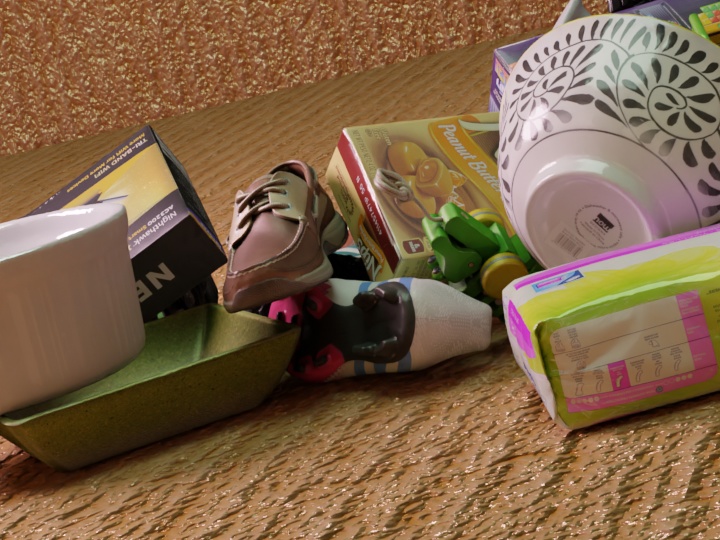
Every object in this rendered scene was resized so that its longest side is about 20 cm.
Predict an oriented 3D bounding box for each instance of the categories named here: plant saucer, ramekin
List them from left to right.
[{"bbox_3d":[-0.236,0.030,1.510,0.200,0.098,0.200,-14,9,2],"label":"ramekin"},{"bbox_3d":[-0.154,0.080,1.538,0.199,0.048,0.200,-18,10,-19],"label":"plant saucer"}]

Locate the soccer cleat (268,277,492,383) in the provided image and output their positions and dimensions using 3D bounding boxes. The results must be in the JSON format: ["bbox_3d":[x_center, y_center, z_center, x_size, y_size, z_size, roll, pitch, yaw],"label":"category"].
[{"bbox_3d":[0.011,0.040,1.507,0.086,0.070,0.200,5,-3,-29],"label":"soccer cleat"}]

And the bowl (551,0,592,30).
[{"bbox_3d":[0.170,-0.129,1.998,0.201,0.090,0.201,-58,0,1],"label":"bowl"}]

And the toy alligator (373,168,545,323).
[{"bbox_3d":[0.071,-0.005,1.481,0.054,0.200,0.059,-50,35,22],"label":"toy alligator"}]

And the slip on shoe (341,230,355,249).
[{"bbox_3d":[0.000,0.000,1.734,0.200,0.074,0.061,-17,33,-20],"label":"slip on shoe"}]

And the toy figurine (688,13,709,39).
[{"bbox_3d":[0.209,-0.073,1.748,0.184,0.150,0.200,-27,32,10],"label":"toy figurine"}]

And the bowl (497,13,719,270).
[{"bbox_3d":[0.157,-0.047,1.422,0.200,0.201,0.094,-8,27,36],"label":"bowl"}]

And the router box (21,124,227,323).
[{"bbox_3d":[-0.204,0.000,1.699,0.200,0.052,0.157,-37,32,3],"label":"router box"}]

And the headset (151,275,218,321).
[{"bbox_3d":[-0.154,0.042,1.757,0.123,0.094,0.200,-26,-1,-26],"label":"headset"}]

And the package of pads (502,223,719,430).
[{"bbox_3d":[0.186,0.021,1.298,0.200,0.068,0.155,-15,9,0],"label":"package of pads"}]

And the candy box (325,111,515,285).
[{"bbox_3d":[0.090,-0.048,1.592,0.200,0.116,0.055,-8,-34,-24],"label":"candy box"}]

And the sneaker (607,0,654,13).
[{"bbox_3d":[0.250,-0.185,1.999,0.076,0.200,0.088,-26,11,-11],"label":"sneaker"}]

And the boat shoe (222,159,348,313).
[{"bbox_3d":[-0.059,-0.025,1.522,0.076,0.072,0.200,-19,12,9],"label":"boat shoe"}]

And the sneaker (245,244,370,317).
[{"bbox_3d":[0.006,0.014,1.653,0.199,0.071,0.093,-18,-3,-15],"label":"sneaker"}]

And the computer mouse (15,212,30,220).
[{"bbox_3d":[-0.347,-0.043,2.555,0.140,0.046,0.200,-28,4,-37],"label":"computer mouse"}]

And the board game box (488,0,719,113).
[{"bbox_3d":[0.198,-0.127,1.861,0.200,0.166,0.057,-18,49,-19],"label":"board game box"}]
